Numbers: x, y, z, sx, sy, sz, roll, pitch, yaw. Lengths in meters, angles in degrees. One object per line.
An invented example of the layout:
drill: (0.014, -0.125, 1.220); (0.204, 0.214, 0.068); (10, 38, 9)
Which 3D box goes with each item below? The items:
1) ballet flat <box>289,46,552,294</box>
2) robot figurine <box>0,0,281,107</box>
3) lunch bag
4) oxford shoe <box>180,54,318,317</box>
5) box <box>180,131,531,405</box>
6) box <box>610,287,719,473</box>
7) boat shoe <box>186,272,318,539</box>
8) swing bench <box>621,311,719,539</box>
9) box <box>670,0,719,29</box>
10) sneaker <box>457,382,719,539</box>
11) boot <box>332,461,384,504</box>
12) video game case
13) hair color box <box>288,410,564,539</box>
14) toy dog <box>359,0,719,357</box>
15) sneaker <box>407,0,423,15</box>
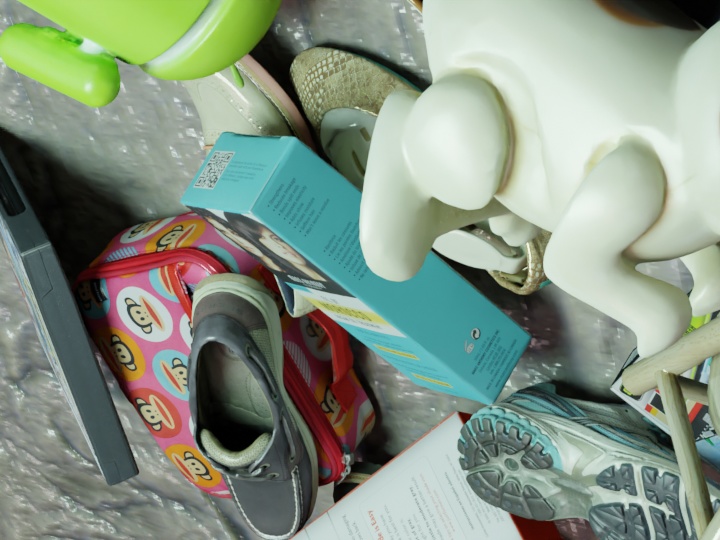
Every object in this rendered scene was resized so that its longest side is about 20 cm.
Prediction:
ballet flat: (0.033, -0.054, 0.952); (0.200, 0.065, 0.071); (31, 142, 12)
robot figurine: (-0.122, -0.174, 0.892); (0.200, 0.176, 0.116); (28, 176, -33)
lunch bag: (-0.079, 0.055, 1.142); (0.176, 0.082, 0.200); (-11, 119, 39)
oxford shoe: (-0.065, -0.061, 1.005); (0.200, 0.074, 0.071); (54, 168, -14)
box: (0.000, 0.000, 0.964); (0.200, 0.049, 0.082); (39, 165, -30)
box: (0.225, 0.037, 0.906); (0.110, 0.035, 0.200); (37, 141, 4)
boat shoe: (-0.073, 0.097, 1.069); (0.072, 0.065, 0.201); (4, 126, 15)
swing bench: (0.258, 0.059, 0.753); (0.198, 0.130, 0.200); (17, 132, -24)
box: (0.192, -0.132, 0.733); (0.200, 0.086, 0.164); (43, 142, -3)
sneaker: (0.159, 0.113, 0.992); (0.199, 0.086, 0.078); (24, 129, 27)
boot: (0.043, 0.224, 1.138); (0.199, 0.139, 0.078); (25, 156, 20)
video game case: (-0.214, 0.022, 1.180); (0.181, 0.025, 0.201); (-128, 19, -52)
hair color box: (0.024, 0.188, 1.092); (0.200, 0.061, 0.102); (-39, 60, 21)
toy dog: (0.125, -0.064, 0.699); (0.199, 0.139, 0.195); (12, 98, 35)
sneaker: (0.085, -0.119, 0.836); (0.199, 0.085, 0.073); (29, 138, 12)
